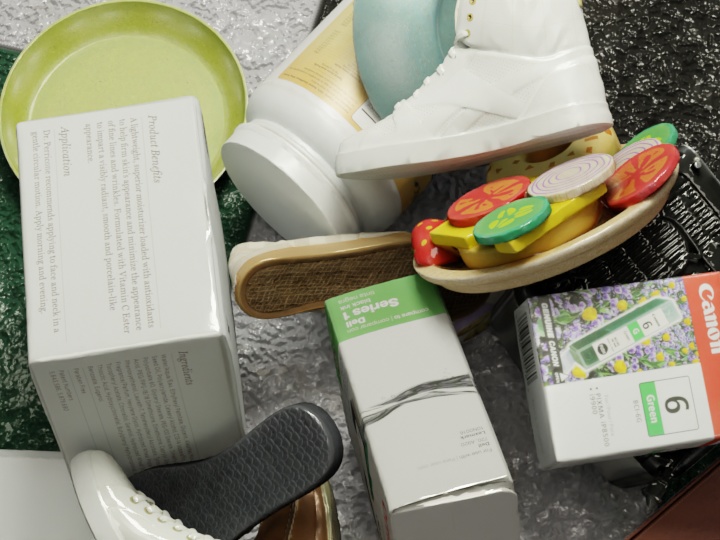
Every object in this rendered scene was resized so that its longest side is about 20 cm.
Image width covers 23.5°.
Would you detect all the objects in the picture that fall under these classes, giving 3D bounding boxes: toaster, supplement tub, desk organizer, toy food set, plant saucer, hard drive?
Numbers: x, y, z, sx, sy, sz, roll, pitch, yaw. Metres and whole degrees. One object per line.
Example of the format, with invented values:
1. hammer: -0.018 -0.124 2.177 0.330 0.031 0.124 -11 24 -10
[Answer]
1. toaster: 0.205 0.045 1.231 0.199 0.119 0.181 -37 84 -14
2. supplement tub: 0.004 -0.120 1.313 0.144 0.145 0.200 38 72 16
3. desk organizer: 0.198 0.215 1.162 0.199 0.072 0.077 -31 71 -37
4. toy food set: 0.125 -0.048 1.170 0.199 0.197 0.049 -32 109 -24
5. plant saucer: 0.089 -0.175 1.250 0.199 0.039 0.203 -3 96 -29
6. hard drive: -0.183 0.197 1.241 0.198 0.026 0.133 2 66 1
7. plant saucer: -0.187 -0.122 1.380 0.198 0.031 0.202 0 66 0

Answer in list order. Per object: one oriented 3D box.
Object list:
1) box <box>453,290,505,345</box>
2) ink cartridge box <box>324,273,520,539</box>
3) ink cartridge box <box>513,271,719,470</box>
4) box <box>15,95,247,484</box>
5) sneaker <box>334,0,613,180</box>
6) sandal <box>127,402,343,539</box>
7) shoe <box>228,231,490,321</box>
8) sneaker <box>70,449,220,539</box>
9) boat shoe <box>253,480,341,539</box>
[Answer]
1. box: 0.079 0.027 1.304 0.199 0.042 0.039 -33 70 -14
2. ink cartridge box: 0.042 0.125 1.166 0.083 0.147 0.201 -13 41 -4
3. ink cartridge box: 0.208 0.061 1.140 0.198 0.050 0.110 -8 79 -9
4. box: -0.156 0.021 1.211 0.129 0.201 0.200 -8 57 -3
5. sneaker: 0.068 -0.131 1.187 0.198 0.074 0.117 -13 85 21
6. sandal: -0.093 0.155 1.189 0.199 0.043 0.077 -25 83 22
7. shoe: 0.000 0.000 1.249 0.198 0.071 0.053 1 20 -20
8. sneaker: -0.113 0.190 1.146 0.084 0.073 0.201 -36 77 1
9. boat shoe: -0.060 0.223 1.188 0.073 0.076 0.202 13 63 -23
